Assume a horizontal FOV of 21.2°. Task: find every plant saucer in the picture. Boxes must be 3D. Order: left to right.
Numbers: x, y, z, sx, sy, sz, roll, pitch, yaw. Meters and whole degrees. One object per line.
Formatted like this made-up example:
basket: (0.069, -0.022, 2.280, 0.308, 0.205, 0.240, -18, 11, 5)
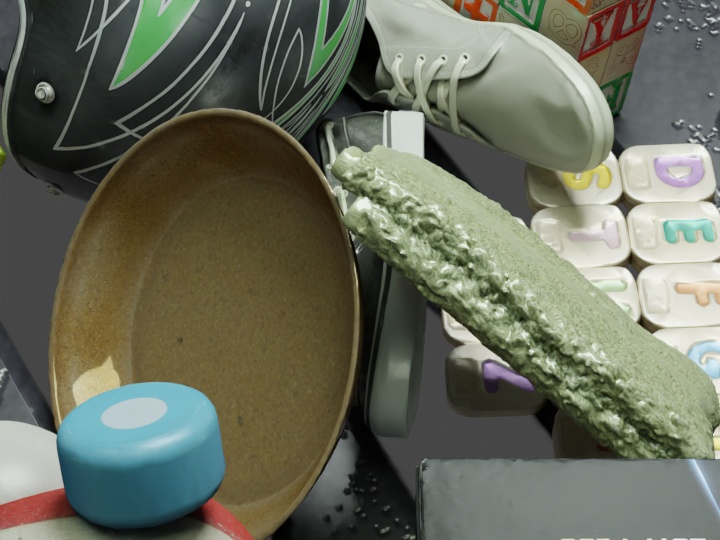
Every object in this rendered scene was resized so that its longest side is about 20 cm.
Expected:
plant saucer: (-0.063, 0.030, 0.854, 0.035, 0.200, 0.201, 10, 36, -47)

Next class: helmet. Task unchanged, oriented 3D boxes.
helmet: (-0.094, -0.130, 0.952, 0.199, 0.200, 0.191, -19, 70, -14)

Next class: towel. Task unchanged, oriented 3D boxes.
towel: (0.075, 0.014, 0.828, 0.200, 0.148, 0.037, 41, 102, 4)

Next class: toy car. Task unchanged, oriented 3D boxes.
toy car: (-0.130, 0.117, 0.797, 0.176, 0.185, 0.200, -9, 23, -7)

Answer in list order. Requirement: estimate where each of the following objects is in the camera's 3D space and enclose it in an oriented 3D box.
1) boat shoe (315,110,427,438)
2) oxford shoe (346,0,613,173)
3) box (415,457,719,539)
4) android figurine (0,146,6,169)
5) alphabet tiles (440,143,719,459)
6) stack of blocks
boat shoe: (0.000, 0.000, 0.926, 0.063, 0.071, 0.201, 1, 43, 0)
oxford shoe: (0.047, -0.098, 0.989, 0.058, 0.076, 0.200, -27, 44, -34)
box: (0.099, 0.160, 0.709, 0.163, 0.201, 0.086, 0, 50, 0)
android figurine: (-0.268, -0.062, 0.934, 0.181, 0.041, 0.201, 29, 88, 1)
alphabet tiles: (0.136, 0.016, 0.943, 0.194, 0.015, 0.201, -1, 51, -1)
stack of blocks: (0.062, -0.172, 1.023, 0.058, 0.116, 0.200, -28, 55, -34)
